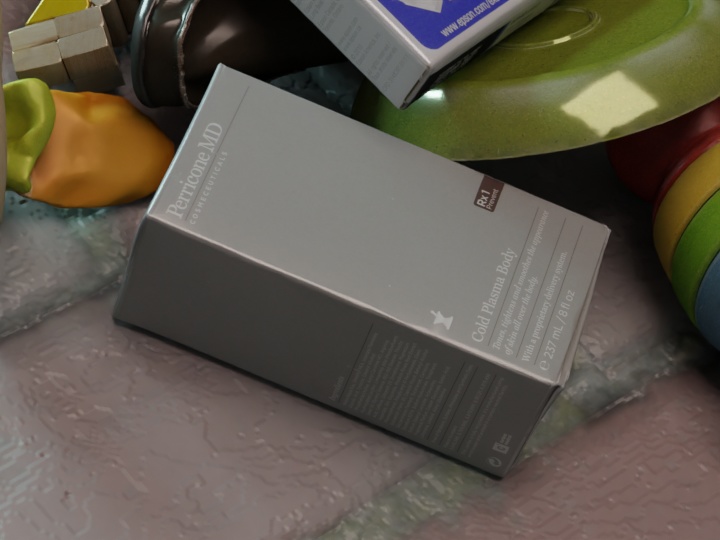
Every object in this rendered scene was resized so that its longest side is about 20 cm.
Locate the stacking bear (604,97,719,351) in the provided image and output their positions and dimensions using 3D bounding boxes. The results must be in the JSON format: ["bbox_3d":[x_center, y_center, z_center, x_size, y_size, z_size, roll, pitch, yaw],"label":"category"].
[{"bbox_3d":[0.191,-0.025,1.403,0.114,0.122,0.200,-23,52,-18],"label":"stacking bear"}]

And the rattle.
[{"bbox_3d":[-0.135,-0.085,1.274,0.143,0.200,0.130,10,49,-11],"label":"rattle"}]

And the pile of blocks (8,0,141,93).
[{"bbox_3d":[-0.108,-0.164,1.421,0.082,0.062,0.200,34,75,17],"label":"pile of blocks"}]

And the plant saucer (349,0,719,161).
[{"bbox_3d":[0.090,-0.104,1.403,0.200,0.031,0.200,-11,22,5],"label":"plant saucer"}]

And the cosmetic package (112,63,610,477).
[{"bbox_3d":[0.000,0.000,1.328,0.200,0.090,0.107,23,51,-4],"label":"cosmetic package"}]

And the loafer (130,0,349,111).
[{"bbox_3d":[-0.028,-0.130,1.398,0.071,0.073,0.200,23,42,35],"label":"loafer"}]

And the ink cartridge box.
[{"bbox_3d":[0.011,-0.191,1.388,0.200,0.047,0.198,45,45,8],"label":"ink cartridge box"}]
